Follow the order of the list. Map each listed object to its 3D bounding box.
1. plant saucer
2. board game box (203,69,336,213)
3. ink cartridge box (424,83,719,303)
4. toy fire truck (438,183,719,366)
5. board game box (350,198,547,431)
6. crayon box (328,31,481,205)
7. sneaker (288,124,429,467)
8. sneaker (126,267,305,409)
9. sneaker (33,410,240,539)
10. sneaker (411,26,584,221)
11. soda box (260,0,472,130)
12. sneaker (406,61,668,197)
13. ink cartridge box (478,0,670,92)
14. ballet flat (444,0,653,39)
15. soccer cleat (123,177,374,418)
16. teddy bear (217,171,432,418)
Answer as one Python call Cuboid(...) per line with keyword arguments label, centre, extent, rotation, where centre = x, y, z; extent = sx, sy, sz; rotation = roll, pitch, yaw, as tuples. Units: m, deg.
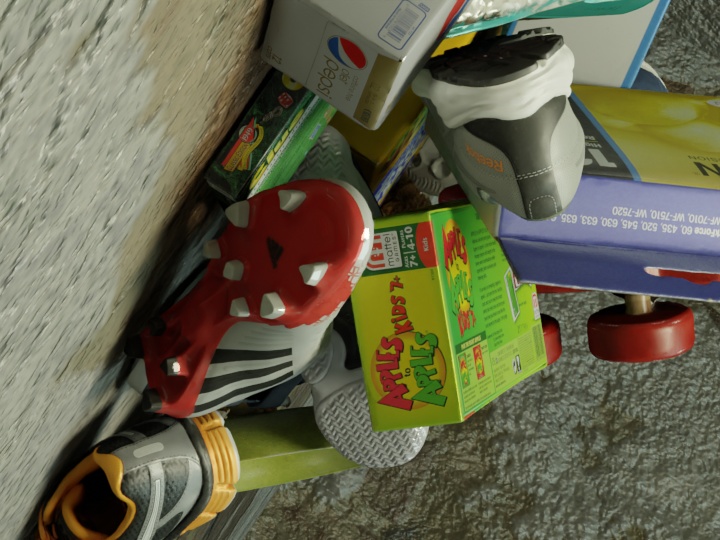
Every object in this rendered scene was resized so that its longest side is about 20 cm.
Cuboid(label="plant saucer", centre=(-0.068, 0.111, 1.180), extent=(0.200, 0.199, 0.031), rotation=(102, -21, -78))
Cuboid(label="board game box", centre=(-0.008, -0.113, 0.943), extent=(0.200, 0.023, 0.105), rotation=(-56, 177, -6))
Cuboid(label="ink cartridge box", centre=(0.150, -0.045, 0.995), extent=(0.200, 0.197, 0.047), rotation=(-117, -145, -64))
Cuboid(label="toy fire truck", centre=(0.139, -0.014, 1.216), extent=(0.168, 0.199, 0.113), rotation=(-48, 132, -71))
Cuboid(label="board game box", centre=(0.048, 0.016, 1.008), extent=(0.200, 0.047, 0.102), rotation=(-17, 97, -72))
Cuboid(label="crayon box", centre=(0.014, -0.096, 1.125), extent=(0.126, 0.051, 0.200), rotation=(-55, 175, -18))
Cuboid(label="sneaker", centre=(0.000, 0.000, 1.071), extent=(0.114, 0.075, 0.201), rotation=(-56, 135, -59))
Cuboid(label="sneaker", centre=(-0.062, 0.038, 1.095), extent=(0.079, 0.079, 0.200), rotation=(-56, 175, 20))
Cuboid(label="sneaker", centre=(-0.146, 0.143, 1.059), extent=(0.077, 0.078, 0.200), rotation=(-7, 144, -45))
Cuboid(label="sneaker", centre=(0.065, -0.068, 0.897), extent=(0.074, 0.080, 0.200), rotation=(-15, -169, 5))
Cuboid(label="soda box", centre=(0.038, -0.160, 0.846), extent=(0.200, 0.064, 0.068), rotation=(-54, 175, -24))
Cuboid(label="sneaker", centre=(0.110, -0.108, 1.312), extent=(0.147, 0.199, 0.081), rotation=(-64, 153, -63))
Cuboid(label="ink cartridge box", centre=(0.121, -0.163, 1.163), extent=(0.200, 0.086, 0.147), rotation=(-79, -171, -61))
Cuboid(label="ballet flat", centre=(0.072, -0.148, 0.950), extent=(0.200, 0.072, 0.072), rotation=(-17, 147, -45))
Cuboid(label="soccer cleat", centre=(-0.039, 0.014, 0.929), extent=(0.085, 0.069, 0.200), rotation=(-4, 154, -37))
Cuboid(label="teddy bear", centre=(-0.025, 0.022, 1.249), extent=(0.200, 0.067, 0.145), rotation=(-55, -162, -19))
